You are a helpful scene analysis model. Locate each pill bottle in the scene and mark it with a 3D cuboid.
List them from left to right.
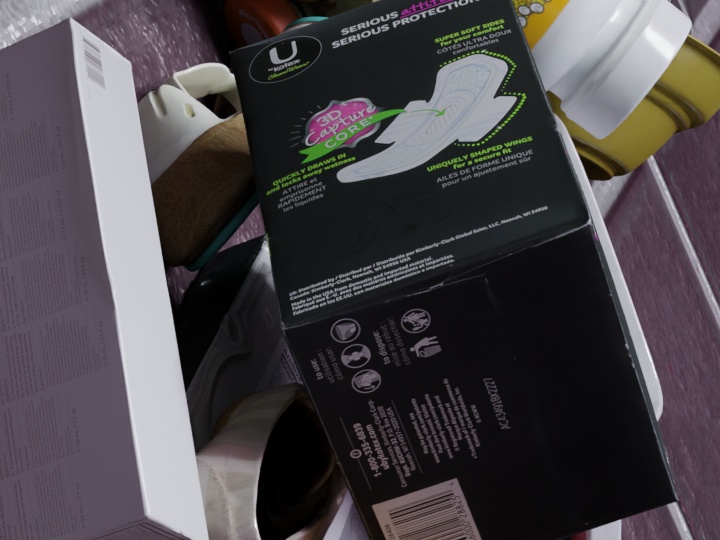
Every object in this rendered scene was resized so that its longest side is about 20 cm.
[{"bbox_3d":[0.078,-0.164,1.524,0.200,0.113,0.113,38,26,-4],"label":"pill bottle"}]

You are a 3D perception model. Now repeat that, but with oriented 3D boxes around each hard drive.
[{"bbox_3d":[-0.042,0.086,1.198,0.140,0.038,0.200,63,21,-18],"label":"hard drive"}]

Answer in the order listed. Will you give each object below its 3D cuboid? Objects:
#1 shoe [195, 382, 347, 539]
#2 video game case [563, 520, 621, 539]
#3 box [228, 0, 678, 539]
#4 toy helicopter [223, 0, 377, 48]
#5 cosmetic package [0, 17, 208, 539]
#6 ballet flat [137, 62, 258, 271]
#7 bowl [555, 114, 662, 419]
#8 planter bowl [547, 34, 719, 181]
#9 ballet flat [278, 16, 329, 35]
[{"bbox_3d":[-0.033,0.086,1.090,0.070,0.053,0.200,68,20,-4],"label":"shoe"},{"bbox_3d":[0.073,0.078,1.276,0.200,0.017,0.144,-144,-130,-66],"label":"video game case"},{"bbox_3d":[0.034,-0.001,1.116,0.200,0.124,0.149,-102,173,-53],"label":"box"},{"bbox_3d":[-0.054,-0.201,1.347,0.200,0.079,0.132,52,-24,2],"label":"toy helicopter"},{"bbox_3d":[-0.115,0.015,1.020,0.051,0.082,0.201,37,38,-59],"label":"cosmetic package"},{"bbox_3d":[-0.066,-0.057,1.249,0.072,0.068,0.200,46,23,-3],"label":"ballet flat"},{"bbox_3d":[0.086,0.015,1.536,0.200,0.074,0.200,69,20,1],"label":"bowl"},{"bbox_3d":[0.123,-0.108,1.670,0.200,0.200,0.084,33,77,-58],"label":"planter bowl"},{"bbox_3d":[0.035,-0.058,1.368,0.200,0.069,0.070,29,42,-39],"label":"ballet flat"}]
